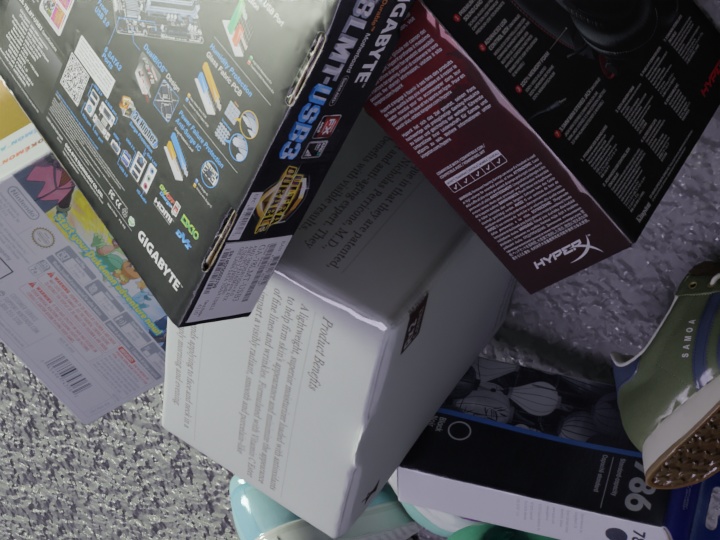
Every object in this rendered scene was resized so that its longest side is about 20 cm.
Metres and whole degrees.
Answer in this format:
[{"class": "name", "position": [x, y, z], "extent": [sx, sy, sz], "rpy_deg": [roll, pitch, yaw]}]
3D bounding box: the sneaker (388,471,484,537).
[{"class": "sneaker", "position": [0.035, 0.088, 1.007], "extent": [0.199, 0.078, 0.140], "rpy_deg": [34, 143, -9]}]

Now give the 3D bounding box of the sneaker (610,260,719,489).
[{"class": "sneaker", "position": [0.202, 0.022, 0.790], "extent": [0.067, 0.090, 0.200], "rpy_deg": [14, 130, -37]}]

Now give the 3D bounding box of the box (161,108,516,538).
[{"class": "box", "position": [0.000, 0.000, 0.833], "extent": [0.130, 0.200, 0.200], "rpy_deg": [30, 142, 15]}]

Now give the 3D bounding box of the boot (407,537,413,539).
[{"class": "boot", "position": [-0.047, 0.189, 1.183], "extent": [0.144, 0.073, 0.201], "rpy_deg": [0, 132, 42]}]

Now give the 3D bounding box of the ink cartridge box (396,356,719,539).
[{"class": "ink cartridge box", "position": [0.129, 0.111, 0.892], "extent": [0.199, 0.100, 0.039], "rpy_deg": [11, 136, 13]}]

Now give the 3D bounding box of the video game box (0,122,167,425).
[{"class": "video game box", "position": [-0.150, -0.013, 0.935], "extent": [0.181, 0.047, 0.200], "rpy_deg": [-26, 132, 9]}]

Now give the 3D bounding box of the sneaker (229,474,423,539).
[{"class": "sneaker", "position": [-0.016, 0.159, 1.067], "extent": [0.074, 0.200, 0.082], "rpy_deg": [-35, 69, 26]}]

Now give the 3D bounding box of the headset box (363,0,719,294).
[{"class": "headset box", "position": [0.067, -0.116, 0.697], "extent": [0.200, 0.149, 0.075], "rpy_deg": [47, 141, -11]}]

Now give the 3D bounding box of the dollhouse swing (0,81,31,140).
[{"class": "dollhouse swing", "position": [-0.180, -0.109, 1.014], "extent": [0.200, 0.175, 0.182], "rpy_deg": [54, -177, -19]}]

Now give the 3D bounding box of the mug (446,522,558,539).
[{"class": "mug", "position": [0.121, 0.231, 1.021], "extent": [0.151, 0.115, 0.186], "rpy_deg": [9, 141, 3]}]

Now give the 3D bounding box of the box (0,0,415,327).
[{"class": "box", "position": [-0.078, -0.114, 0.664], "extent": [0.200, 0.049, 0.199], "rpy_deg": [51, 127, 28]}]
